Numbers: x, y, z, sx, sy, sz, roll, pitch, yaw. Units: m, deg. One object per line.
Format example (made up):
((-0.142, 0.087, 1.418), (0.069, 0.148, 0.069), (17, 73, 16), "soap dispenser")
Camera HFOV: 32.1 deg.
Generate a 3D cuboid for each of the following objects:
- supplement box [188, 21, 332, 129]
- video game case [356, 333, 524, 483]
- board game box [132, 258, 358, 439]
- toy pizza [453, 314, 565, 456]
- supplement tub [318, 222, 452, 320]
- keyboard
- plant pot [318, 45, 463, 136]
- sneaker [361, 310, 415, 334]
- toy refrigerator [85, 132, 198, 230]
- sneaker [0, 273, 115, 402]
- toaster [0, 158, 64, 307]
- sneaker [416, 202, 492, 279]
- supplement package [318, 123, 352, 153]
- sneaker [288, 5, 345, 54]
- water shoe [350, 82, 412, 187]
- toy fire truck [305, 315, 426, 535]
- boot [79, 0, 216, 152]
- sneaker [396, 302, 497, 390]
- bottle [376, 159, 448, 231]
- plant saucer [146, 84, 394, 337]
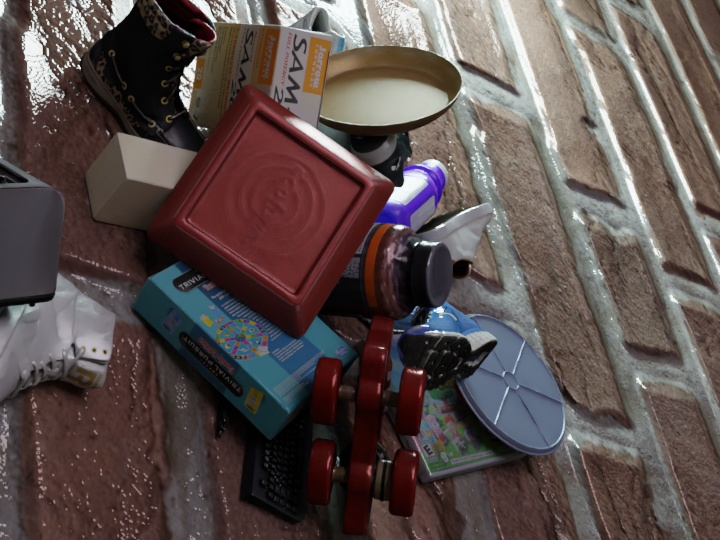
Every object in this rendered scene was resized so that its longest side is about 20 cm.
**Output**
((-0.121, -0.217, 1.446), (0.073, 0.199, 0.128), (5, 97, -35), "supplement box")
((0.102, 0.156, 1.515), (0.198, 0.022, 0.184), (-3, 59, -48), "video game case")
((-0.118, 0.064, 1.317), (0.200, 0.047, 0.151), (42, 33, 9), "board game box")
((0.178, 0.145, 1.563), (0.199, 0.032, 0.202), (30, 38, -26), "toy pizza")
((0.000, 0.000, 1.390), (0.107, 0.197, 0.109), (-16, 108, -61), "supplement tub")
((-0.099, 0.155, 1.304), (0.126, 0.021, 0.202), (30, 38, -24), "keyboard")
((0.022, -0.208, 1.468), (0.196, 0.028, 0.201), (-2, 36, 1), "plant pot")
((0.016, 0.002, 1.508), (0.199, 0.090, 0.079), (33, 38, -22), "sneaker")
((-0.195, -0.087, 1.380), (0.198, 0.076, 0.071), (11, 49, -40), "toy refrigerator")
((-0.283, 0.081, 1.134), (0.115, 0.074, 0.201), (34, 36, -14), "sneaker")
((-0.376, -0.045, 1.057), (0.179, 0.120, 0.199), (26, 20, 33), "toaster")
((0.129, -0.035, 1.699), (0.199, 0.072, 0.086), (-30, 104, -56), "sneaker")
((-0.072, -0.161, 1.540), (0.120, 0.120, 0.202), (18, 45, -37), "supplement package")
((-0.048, -0.276, 1.704), (0.074, 0.086, 0.202), (4, 55, -46), "sneaker")
((0.026, -0.166, 1.511), (0.201, 0.070, 0.080), (-76, 148, -53), "water shoe")
((0.010, 0.160, 1.296), (0.110, 0.204, 0.168), (6, 10, 5), "toy fire truck")
((-0.212, -0.214, 1.415), (0.200, 0.150, 0.073), (48, 35, 1), "boot")
((0.082, 0.079, 1.430), (0.089, 0.079, 0.199), (42, 13, 20), "sneaker")
((0.059, -0.092, 1.649), (0.200, 0.082, 0.066), (-44, 133, -55), "bottle")
((-0.090, -0.068, 1.312), (0.199, 0.037, 0.201), (34, 77, -4), "plant saucer")
